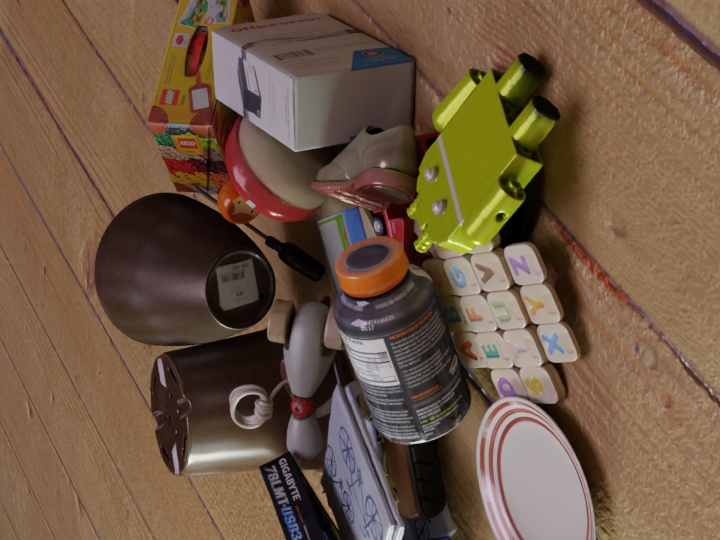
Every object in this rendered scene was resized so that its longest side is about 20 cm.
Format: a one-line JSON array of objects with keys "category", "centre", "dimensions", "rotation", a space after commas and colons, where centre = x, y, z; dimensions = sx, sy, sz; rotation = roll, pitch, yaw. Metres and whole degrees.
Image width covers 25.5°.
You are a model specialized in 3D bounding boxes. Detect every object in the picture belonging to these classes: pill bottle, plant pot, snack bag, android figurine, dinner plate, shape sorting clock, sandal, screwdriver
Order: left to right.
[{"category": "plant pot", "centre": [-0.188, 0.009, 1.863], "dimensions": [0.199, 0.186, 0.189], "rotation": [11, 111, 57]}, {"category": "plant pot", "centre": [-0.144, 0.163, 1.954], "dimensions": [0.200, 0.196, 0.202], "rotation": [174, 90, -65]}, {"category": "screwdriver", "centre": [-0.125, -0.046, 1.892], "dimensions": [0.029, 0.199, 0.028], "rotation": [-30, 32, 56]}, {"category": "snack bag", "centre": [0.000, 0.256, 1.755], "dimensions": [0.201, 0.021, 0.189], "rotation": [99, 154, -49]}, {"category": "shape sorting clock", "centre": [0.000, 0.000, 1.795], "dimensions": [0.200, 0.039, 0.202], "rotation": [165, 90, -75]}, {"category": "snack bag", "centre": [0.041, 0.251, 1.843], "dimensions": [0.200, 0.021, 0.190], "rotation": [-51, 55, 57]}, {"category": "pill bottle", "centre": [0.037, 0.066, 1.589], "dimensions": [0.106, 0.106, 0.201], "rotation": [34, 149, 54]}, {"category": "android figurine", "centre": [0.106, -0.100, 1.458], "dimensions": [0.200, 0.041, 0.183], "rotation": [-49, 35, 35]}, {"category": "sandal", "centre": [0.127, -0.047, 1.515], "dimensions": [0.075, 0.048, 0.202], "rotation": [49, 142, 43]}, {"category": "dinner plate", "centre": [0.176, 0.219, 1.557], "dimensions": [0.200, 0.024, 0.202], "rotation": [39, 136, 50]}]

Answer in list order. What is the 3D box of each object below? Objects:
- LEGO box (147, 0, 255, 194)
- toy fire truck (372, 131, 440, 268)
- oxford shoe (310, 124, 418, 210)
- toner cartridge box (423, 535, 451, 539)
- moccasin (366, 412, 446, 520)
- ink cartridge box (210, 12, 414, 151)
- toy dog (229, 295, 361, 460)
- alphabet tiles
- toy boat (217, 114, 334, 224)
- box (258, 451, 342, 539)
[{"category": "LEGO box", "centre": [-0.175, -0.212, 1.859], "dimensions": [0.149, 0.076, 0.202], "rotation": [75, -158, -59]}, {"category": "toy fire truck", "centre": [0.069, -0.036, 1.634], "dimensions": [0.141, 0.048, 0.202], "rotation": [-6, 96, 62]}, {"category": "oxford shoe", "centre": [0.010, -0.105, 1.615], "dimensions": [0.200, 0.070, 0.075], "rotation": [-1, 74, 64]}, {"category": "toner cartridge box", "centre": [0.059, 0.356, 1.786], "dimensions": [0.200, 0.043, 0.096], "rotation": [-29, 83, 63]}, {"category": "moccasin", "centre": [0.046, 0.170, 1.738], "dimensions": [0.077, 0.073, 0.203], "rotation": [0, 106, 44]}, {"category": "ink cartridge box", "centre": [-0.054, -0.204, 1.697], "dimensions": [0.200, 0.144, 0.084], "rotation": [37, 133, 53]}, {"category": "toy dog", "centre": [-0.058, 0.109, 1.843], "dimensions": [0.131, 0.096, 0.201], "rotation": [29, 118, 5]}, {"category": "alphabet tiles", "centre": [0.129, 0.038, 1.527], "dimensions": [0.195, 0.015, 0.201], "rotation": [-8, 109, 61]}, {"category": "toy boat", "centre": [-0.109, -0.105, 1.782], "dimensions": [0.130, 0.131, 0.200], "rotation": [41, -167, -10]}, {"category": "box", "centre": [-0.042, 0.342, 1.844], "dimensions": [0.201, 0.049, 0.199], "rotation": [65, 178, -48]}]
